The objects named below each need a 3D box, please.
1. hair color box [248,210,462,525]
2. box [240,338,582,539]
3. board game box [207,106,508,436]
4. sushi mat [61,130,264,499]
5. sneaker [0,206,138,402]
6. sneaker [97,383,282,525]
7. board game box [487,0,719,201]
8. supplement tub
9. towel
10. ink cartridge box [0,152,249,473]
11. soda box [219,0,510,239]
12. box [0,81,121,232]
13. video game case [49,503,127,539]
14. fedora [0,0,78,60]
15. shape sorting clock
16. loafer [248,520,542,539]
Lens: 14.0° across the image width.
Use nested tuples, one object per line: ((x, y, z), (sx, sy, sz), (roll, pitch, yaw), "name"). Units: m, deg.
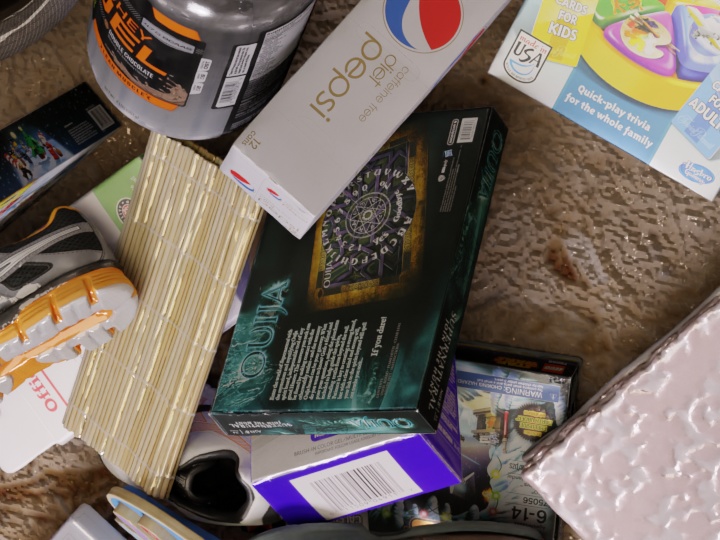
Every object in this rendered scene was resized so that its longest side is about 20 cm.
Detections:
((-0.005, 0.039, 1.694), (0.109, 0.201, 0.065), (-18, 139, 19), "hair color box")
((0.029, 0.107, 1.786), (0.199, 0.040, 0.138), (8, 110, 13), "box")
((0.000, 0.000, 1.655), (0.134, 0.201, 0.028), (-2, 147, 29), "board game box")
((-0.117, 0.024, 1.721), (0.095, 0.012, 0.201), (32, 112, 36), "sushi mat")
((-0.229, 0.032, 1.734), (0.199, 0.078, 0.078), (-25, 62, 4), "sneaker")
((-0.100, 0.111, 1.769), (0.199, 0.080, 0.074), (4, 105, 46), "sneaker")
((0.184, -0.164, 1.655), (0.150, 0.047, 0.201), (29, 112, 5), "board game box")
((-0.083, -0.164, 1.639), (0.122, 0.123, 0.200), (34, 155, 3), "supplement tub")
((0.224, 0.115, 1.719), (0.191, 0.032, 0.200), (42, 113, -15), "towel")
((-0.165, 0.023, 1.798), (0.200, 0.067, 0.117), (-34, 93, 21), "ink cartridge box")
((0.011, -0.115, 1.654), (0.064, 0.068, 0.200), (41, 77, 0), "soda box")
((-0.232, -0.037, 1.726), (0.136, 0.200, 0.038), (-39, 92, 22), "box")
((-0.144, 0.262, 1.862), (0.200, 0.023, 0.182), (42, 132, 0), "video game case")
((-0.234, -0.214, 1.732), (0.199, 0.090, 0.177), (-34, 97, 16), "fedora")
((-0.075, 0.197, 1.770), (0.199, 0.200, 0.039), (34, 81, 3), "shape sorting clock")
((0.022, 0.183, 1.699), (0.072, 0.199, 0.063), (-36, 58, 51), "loafer")
